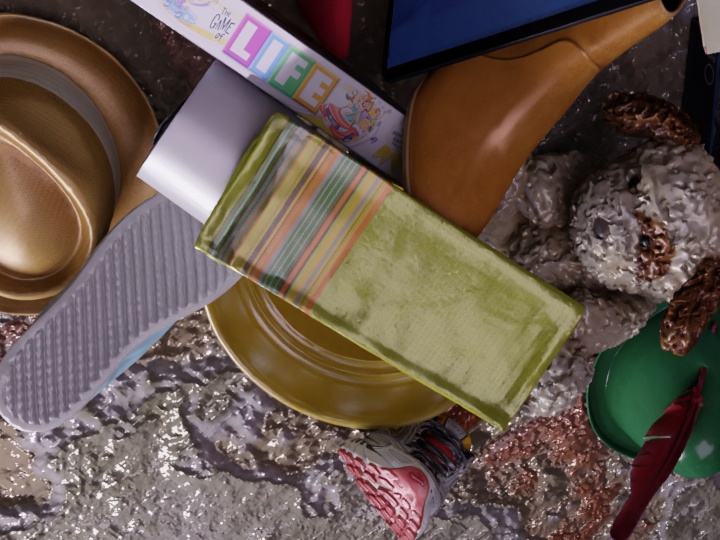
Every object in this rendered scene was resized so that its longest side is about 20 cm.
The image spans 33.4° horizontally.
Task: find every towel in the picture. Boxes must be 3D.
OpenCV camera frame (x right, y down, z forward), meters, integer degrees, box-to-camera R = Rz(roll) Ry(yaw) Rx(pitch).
[{"bbox_3d":[0.016,0.004,0.634,0.199,0.018,0.087,31,106,-9],"label":"towel"}]

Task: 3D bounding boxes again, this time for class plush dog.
[{"bbox_3d":[0.169,-0.017,0.789,0.159,0.203,0.171,-1,164,-41],"label":"plush dog"}]

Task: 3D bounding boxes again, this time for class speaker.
[{"bbox_3d":[-0.025,-0.029,0.674,0.199,0.081,0.082,35,105,-10],"label":"speaker"}]

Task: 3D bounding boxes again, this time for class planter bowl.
[{"bbox_3d":[0.000,0.000,0.791,0.197,0.084,0.203,9,124,13],"label":"planter bowl"}]

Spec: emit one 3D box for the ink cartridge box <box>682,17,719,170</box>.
[{"bbox_3d":[0.255,-0.065,0.831,0.039,0.100,0.203,-8,117,-9],"label":"ink cartridge box"}]

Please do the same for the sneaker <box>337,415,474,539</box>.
[{"bbox_3d":[0.036,0.129,0.839,0.082,0.200,0.078,-38,89,0],"label":"sneaker"}]

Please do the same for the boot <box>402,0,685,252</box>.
[{"bbox_3d":[0.102,-0.111,0.641,0.070,0.203,0.143,34,150,-30],"label":"boot"}]

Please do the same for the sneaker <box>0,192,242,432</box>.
[{"bbox_3d":[-0.140,0.012,0.726,0.199,0.082,0.074,-39,100,-8],"label":"sneaker"}]

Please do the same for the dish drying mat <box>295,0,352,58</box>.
[{"bbox_3d":[-0.014,-0.222,0.664,0.018,0.077,0.202,-9,137,-17],"label":"dish drying mat"}]

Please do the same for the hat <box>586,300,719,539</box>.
[{"bbox_3d":[0.268,0.127,0.888,0.199,0.177,0.166,-38,120,8],"label":"hat"}]

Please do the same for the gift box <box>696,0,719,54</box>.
[{"bbox_3d":[0.275,-0.207,0.639,0.184,0.185,0.203,-8,109,26],"label":"gift box"}]

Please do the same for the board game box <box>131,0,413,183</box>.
[{"bbox_3d":[-0.059,-0.134,0.694,0.199,0.135,0.034,32,101,-27],"label":"board game box"}]

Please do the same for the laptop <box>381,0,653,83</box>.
[{"bbox_3d":[0.062,-0.229,0.630,0.175,0.103,0.202,-11,114,34],"label":"laptop"}]

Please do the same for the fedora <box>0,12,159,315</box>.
[{"bbox_3d":[-0.208,-0.049,0.730,0.198,0.082,0.203,-6,118,-12],"label":"fedora"}]
